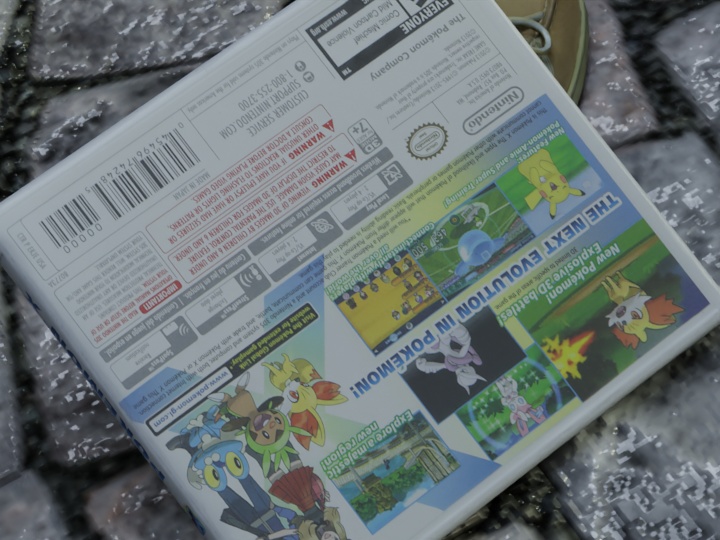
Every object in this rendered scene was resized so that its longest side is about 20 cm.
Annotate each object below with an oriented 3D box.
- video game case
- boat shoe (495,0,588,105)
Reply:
[{"bbox_3d":[0.000,0.000,0.907,0.200,0.022,0.183,-36,84,-17],"label":"video game case"},{"bbox_3d":[0.026,-0.058,0.989,0.073,0.063,0.201,18,57,30],"label":"boat shoe"}]
